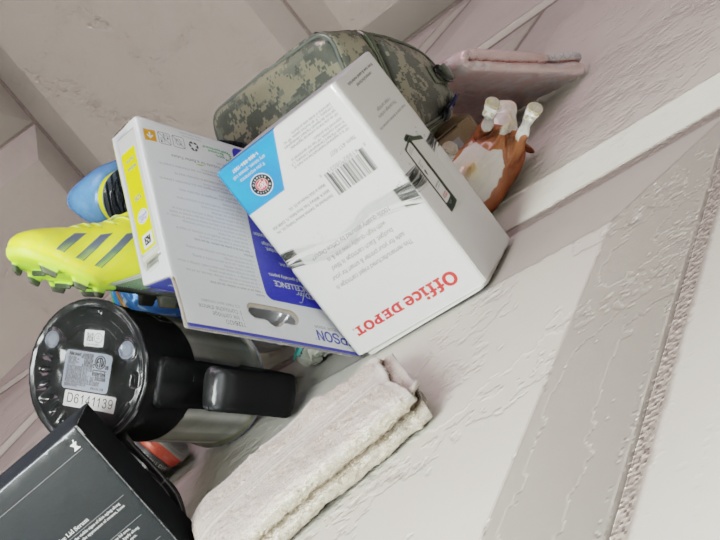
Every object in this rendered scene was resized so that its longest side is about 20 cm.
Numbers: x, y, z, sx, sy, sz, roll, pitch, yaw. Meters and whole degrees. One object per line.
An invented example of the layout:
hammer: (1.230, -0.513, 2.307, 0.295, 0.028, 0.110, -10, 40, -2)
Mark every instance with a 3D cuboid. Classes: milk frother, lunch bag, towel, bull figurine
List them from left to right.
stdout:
milk frother: (-0.169, 0.142, 1.025, 0.188, 0.180, 0.201, 17, -83, -63)
towel: (-0.040, 0.136, 0.849, 0.200, 0.035, 0.133, -41, 11, -2)
lunch bag: (-0.019, -0.147, 1.222, 0.200, 0.140, 0.167, -32, -10, 38)
towel: (0.123, -0.201, 1.372, 0.190, 0.032, 0.200, -6, -11, -36)
bull figurine: (0.112, -0.098, 1.132, 0.200, 0.065, 0.122, -55, -12, -27)

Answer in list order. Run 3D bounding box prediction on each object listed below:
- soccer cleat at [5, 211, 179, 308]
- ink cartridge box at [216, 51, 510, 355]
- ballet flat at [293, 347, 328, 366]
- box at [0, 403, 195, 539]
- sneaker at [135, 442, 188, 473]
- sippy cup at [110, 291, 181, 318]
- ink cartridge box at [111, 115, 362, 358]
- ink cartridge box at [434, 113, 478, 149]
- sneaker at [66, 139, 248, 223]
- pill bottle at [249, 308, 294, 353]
soccer cleat: (-0.201, -0.018, 0.996, 0.064, 0.200, 0.084, 3, 84, 42)
ink cartridge box: (0.004, -0.051, 1.004, 0.146, 0.200, 0.084, -31, 11, 34)
ballet flat: (0.000, 0.000, 1.117, 0.072, 0.071, 0.201, -171, 101, -75)
box: (-0.234, 0.218, 0.885, 0.200, 0.141, 0.079, -39, 12, -1)
sneaker: (-0.226, 0.174, 1.210, 0.082, 0.077, 0.200, -51, 9, -5)
sippy cup: (-0.180, 0.001, 1.167, 0.130, 0.139, 0.179, 137, 140, -82)
ink cartridge box: (-0.102, -0.018, 1.021, 0.047, 0.201, 0.197, -34, -32, 34)
ink cartridge box: (0.043, -0.079, 1.294, 0.200, 0.075, 0.165, -39, 13, 0)
sneaker: (-0.170, -0.079, 1.098, 0.199, 0.066, 0.078, -15, 12, -42)
pill bottle: (-0.120, 0.020, 1.345, 0.112, 0.113, 0.200, -40, 12, -3)
